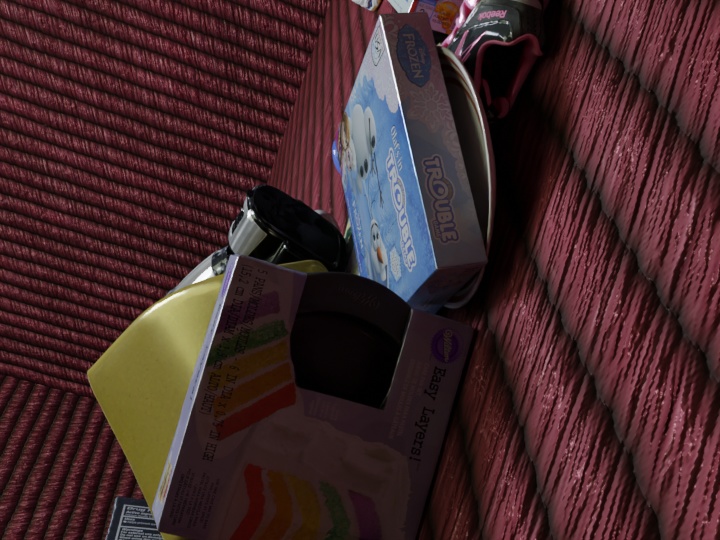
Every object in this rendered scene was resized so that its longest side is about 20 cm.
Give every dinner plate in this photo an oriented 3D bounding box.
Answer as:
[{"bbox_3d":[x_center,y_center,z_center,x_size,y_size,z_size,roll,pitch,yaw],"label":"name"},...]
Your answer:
[{"bbox_3d":[0.069,-0.072,0.656,0.200,0.024,0.202,175,90,-76],"label":"dinner plate"}]

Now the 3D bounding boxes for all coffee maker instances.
[{"bbox_3d":[-0.105,0.023,0.986,0.200,0.191,0.135,-45,44,25],"label":"coffee maker"}]

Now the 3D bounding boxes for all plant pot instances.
[{"bbox_3d":[-0.096,0.098,0.769,0.200,0.193,0.196,-50,64,35],"label":"plant pot"}]

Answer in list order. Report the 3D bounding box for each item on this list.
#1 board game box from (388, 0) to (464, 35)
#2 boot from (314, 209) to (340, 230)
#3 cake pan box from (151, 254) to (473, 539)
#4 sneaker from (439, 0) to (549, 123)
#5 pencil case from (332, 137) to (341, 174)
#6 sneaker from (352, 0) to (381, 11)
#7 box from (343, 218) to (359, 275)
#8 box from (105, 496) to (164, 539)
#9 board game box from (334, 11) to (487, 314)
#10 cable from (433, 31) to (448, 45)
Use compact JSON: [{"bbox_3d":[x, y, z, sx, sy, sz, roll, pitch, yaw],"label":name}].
[{"bbox_3d":[0.104,-0.312,0.717,0.201,0.102,0.105,-66,29,29],"label":"board game box"},{"bbox_3d":[-0.043,-0.007,1.113,0.096,0.073,0.202,136,141,-55],"label":"boot"},{"bbox_3d":[-0.030,0.101,0.595,0.052,0.183,0.202,-174,102,-73],"label":"cake pan box"},{"bbox_3d":[0.092,-0.147,0.687,0.200,0.078,0.096,120,151,-51],"label":"sneaker"},{"bbox_3d":[0.016,-0.145,0.953,0.200,0.077,0.088,158,119,-80],"label":"pencil case"},{"bbox_3d":[0.021,-0.559,1.533,0.200,0.087,0.076,127,159,-55],"label":"sneaker"},{"bbox_3d":[0.000,0.000,0.957,0.144,0.036,0.202,146,140,-71],"label":"box"},{"bbox_3d":[-0.138,0.311,0.734,0.198,0.198,0.124,-116,38,-73],"label":"box"},{"bbox_3d":[0.030,-0.064,0.681,0.199,0.043,0.202,123,139,-67],"label":"board game box"},{"bbox_3d":[0.085,-0.203,0.901,0.200,0.050,0.098,104,160,-59],"label":"cable"}]
